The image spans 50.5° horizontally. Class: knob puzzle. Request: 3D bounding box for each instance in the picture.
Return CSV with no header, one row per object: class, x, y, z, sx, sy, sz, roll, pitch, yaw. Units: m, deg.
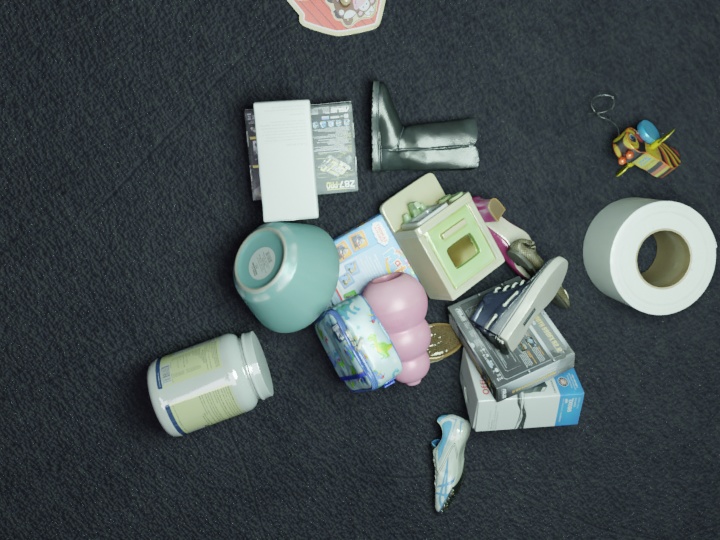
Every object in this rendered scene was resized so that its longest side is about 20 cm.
knob puzzle,-0.037,-0.512,1.358,0.215,0.030,0.225,-1,98,-5

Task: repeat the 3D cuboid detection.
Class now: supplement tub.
supplement tub,-0.270,0.202,1.383,0.197,0.145,0.148,-19,99,-1

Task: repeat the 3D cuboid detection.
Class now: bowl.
bowl,-0.145,-0.004,1.330,0.198,0.105,0.205,-13,65,28

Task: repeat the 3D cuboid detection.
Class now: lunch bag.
lunch bag,-0.007,0.132,1.321,0.082,0.200,0.163,-30,90,-16

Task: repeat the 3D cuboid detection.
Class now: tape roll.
tape roll,0.531,-0.031,1.414,0.198,0.139,0.207,0,98,-3

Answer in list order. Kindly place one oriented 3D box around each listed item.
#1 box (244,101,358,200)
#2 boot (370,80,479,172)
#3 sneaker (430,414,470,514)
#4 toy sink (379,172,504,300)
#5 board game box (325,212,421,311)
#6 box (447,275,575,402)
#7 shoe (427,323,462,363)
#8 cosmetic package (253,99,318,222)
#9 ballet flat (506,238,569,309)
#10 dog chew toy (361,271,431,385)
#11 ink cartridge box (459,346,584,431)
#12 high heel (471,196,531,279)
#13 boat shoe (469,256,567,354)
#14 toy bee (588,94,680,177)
box,-0.106,-0.217,1.386,0.196,0.049,0.165,-6,97,-3
boot,0.117,-0.262,1.386,0.196,0.066,0.168,-2,107,-1
sneaker,0.168,0.375,1.488,0.071,0.071,0.204,15,105,28
toy sink,0.147,-0.066,1.376,0.129,0.112,0.202,-33,100,-16
board game box,0.000,0.000,1.430,0.198,0.037,0.153,-28,100,1
box,0.269,0.120,1.387,0.156,0.201,0.049,-22,140,-9
shoe,0.101,0.151,1.456,0.196,0.053,0.071,-16,76,-6
cosmetic package,-0.128,-0.192,1.329,0.099,0.074,0.204,-3,101,-2
ballet flat,0.339,0.005,1.418,0.200,0.067,0.047,43,78,-32
dog chew toy,0.072,0.109,1.373,0.122,0.125,0.204,-15,100,-2
ink cartridge box,0.295,0.213,1.419,0.196,0.146,0.085,-4,127,-4
high heel,0.257,-0.059,1.445,0.200,0.095,0.068,46,66,-29
boat shoe,0.277,0.043,1.350,0.092,0.075,0.201,32,77,35
toy bee,0.500,-0.219,1.401,0.196,0.110,0.132,17,141,2
